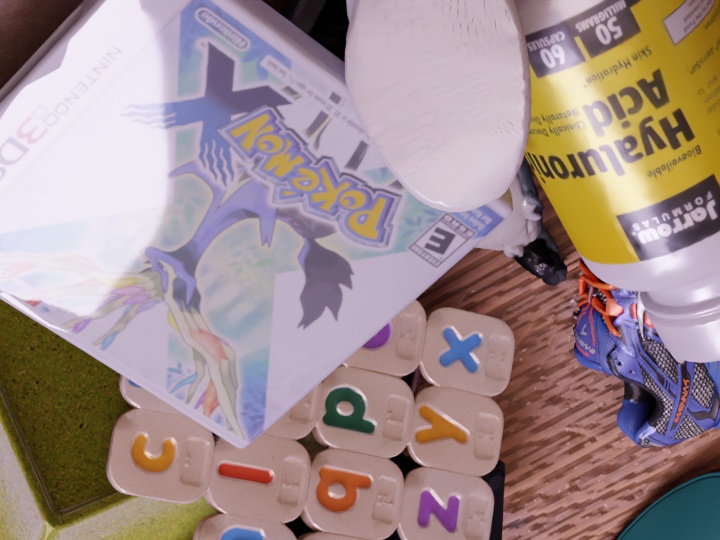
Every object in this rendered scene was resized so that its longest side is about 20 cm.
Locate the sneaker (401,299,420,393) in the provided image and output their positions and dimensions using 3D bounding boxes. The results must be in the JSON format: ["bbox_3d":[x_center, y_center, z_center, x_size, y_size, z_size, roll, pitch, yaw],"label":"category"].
[{"bbox_3d":[0.000,0.000,1.084,0.080,0.086,0.201,-13,113,4],"label":"sneaker"}]

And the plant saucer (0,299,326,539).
[{"bbox_3d":[-0.120,0.039,1.028,0.200,0.048,0.200,-22,85,-24],"label":"plant saucer"}]

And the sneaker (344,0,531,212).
[{"bbox_3d":[0.024,-0.123,0.879,0.075,0.088,0.201,-19,89,12],"label":"sneaker"}]

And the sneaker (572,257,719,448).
[{"bbox_3d":[0.140,0.017,1.081,0.078,0.075,0.200,-31,118,-3],"label":"sneaker"}]

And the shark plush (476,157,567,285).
[{"bbox_3d":[0.071,-0.058,1.045,0.091,0.083,0.200,-19,137,33],"label":"shark plush"}]

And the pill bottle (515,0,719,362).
[{"bbox_3d":[0.131,-0.062,0.951,0.111,0.111,0.200,-27,112,12],"label":"pill bottle"}]

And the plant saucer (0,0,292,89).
[{"bbox_3d":[-0.118,-0.103,0.913,0.200,0.200,0.037,-39,69,16],"label":"plant saucer"}]

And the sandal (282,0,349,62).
[{"bbox_3d":[-0.007,-0.108,0.975,0.045,0.200,0.075,36,97,3],"label":"sandal"}]

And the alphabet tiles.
[{"bbox_3d":[-0.021,0.064,1.022,0.195,0.015,0.201,12,78,-20],"label":"alphabet tiles"}]

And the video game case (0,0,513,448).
[{"bbox_3d":[-0.067,-0.026,0.911,0.200,0.022,0.182,34,119,-26],"label":"video game case"}]

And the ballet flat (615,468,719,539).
[{"bbox_3d":[0.155,0.189,1.187,0.073,0.073,0.200,41,102,-16],"label":"ballet flat"}]

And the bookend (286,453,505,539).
[{"bbox_3d":[-0.062,0.138,1.124,0.200,0.199,0.092,-28,133,-35],"label":"bookend"}]
